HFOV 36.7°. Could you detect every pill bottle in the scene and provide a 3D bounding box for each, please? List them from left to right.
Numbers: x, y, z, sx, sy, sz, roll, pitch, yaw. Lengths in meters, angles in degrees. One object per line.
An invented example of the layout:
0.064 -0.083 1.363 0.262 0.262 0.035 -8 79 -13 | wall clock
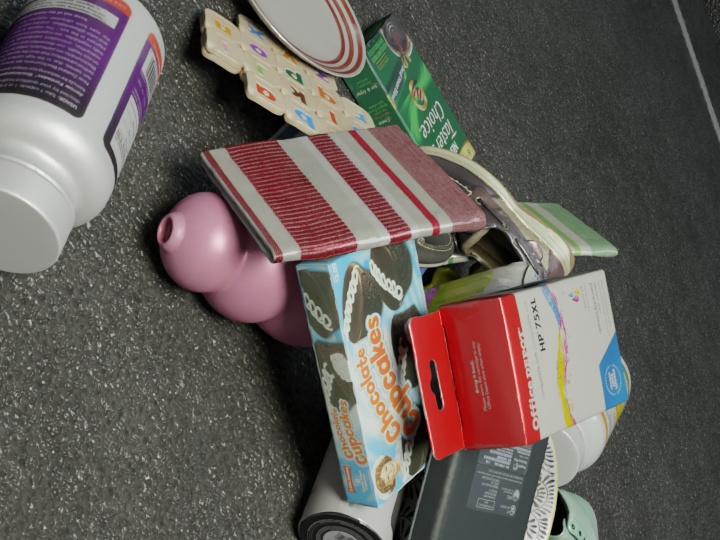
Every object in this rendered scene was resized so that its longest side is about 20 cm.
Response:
-0.212 -0.101 0.747 0.111 0.110 0.202 45 40 -33 | pill bottle
0.245 0.168 1.282 0.114 0.111 0.200 63 33 -9 | pill bottle

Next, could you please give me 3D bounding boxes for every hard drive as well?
0.101 0.202 0.937 0.139 0.033 0.204 23 80 -47 | hard drive

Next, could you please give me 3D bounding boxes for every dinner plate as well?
-0.068 -0.278 1.112 0.199 0.024 0.202 35 37 -31 | dinner plate

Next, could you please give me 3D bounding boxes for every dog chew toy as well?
-0.079 -0.009 0.895 0.198 0.123 0.127 18 58 -42 | dog chew toy

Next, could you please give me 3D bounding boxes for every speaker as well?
0.010 0.162 0.968 0.082 0.080 0.201 52 36 -25 | speaker

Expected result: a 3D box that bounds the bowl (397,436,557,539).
0.094 0.217 1.023 0.199 0.093 0.205 -12 106 -46 | bowl

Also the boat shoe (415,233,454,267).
0.014 -0.060 0.994 0.197 0.057 0.068 22 41 -24 | boat shoe

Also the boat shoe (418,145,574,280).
0.117 -0.044 1.061 0.199 0.072 0.065 38 54 1 | boat shoe

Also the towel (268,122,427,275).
-0.005 -0.074 1.058 0.199 0.024 0.147 41 38 -2 | towel

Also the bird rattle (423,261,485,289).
0.150 0.076 1.163 0.111 0.163 0.203 -17 77 -39 | bird rattle

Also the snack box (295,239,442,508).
0.015 0.072 0.877 0.116 0.037 0.204 -30 114 -48 | snack box

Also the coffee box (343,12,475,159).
0.057 -0.183 1.252 0.202 0.043 0.123 58 34 -18 | coffee box

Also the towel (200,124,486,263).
-0.014 -0.062 0.871 0.197 0.023 0.144 -11 43 -31 | towel

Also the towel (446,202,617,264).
0.155 -0.042 1.173 0.153 0.196 0.024 -127 -140 -62 | towel

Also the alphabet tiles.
-0.064 -0.171 1.010 0.198 0.015 0.197 30 23 -26 | alphabet tiles

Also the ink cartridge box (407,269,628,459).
0.132 0.074 0.882 0.198 0.067 0.119 -12 91 -47 | ink cartridge box

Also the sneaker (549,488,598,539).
0.234 0.340 1.208 0.118 0.073 0.203 37 35 -49 | sneaker

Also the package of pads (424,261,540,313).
0.113 0.080 1.051 0.155 0.198 0.069 52 44 -24 | package of pads
